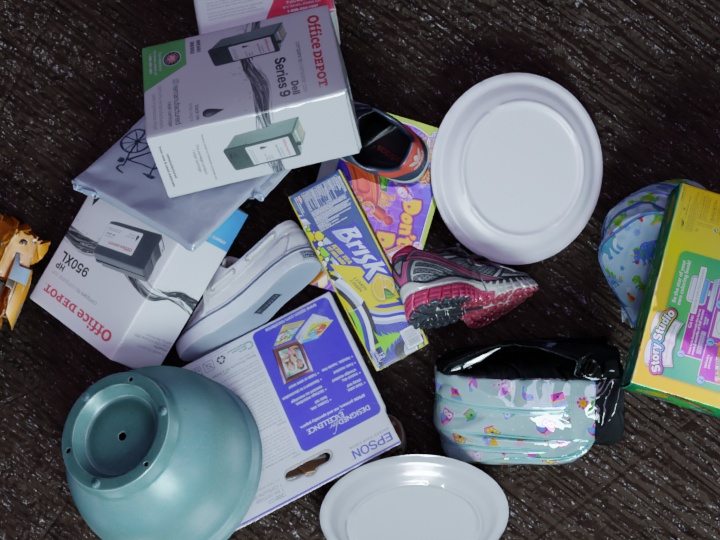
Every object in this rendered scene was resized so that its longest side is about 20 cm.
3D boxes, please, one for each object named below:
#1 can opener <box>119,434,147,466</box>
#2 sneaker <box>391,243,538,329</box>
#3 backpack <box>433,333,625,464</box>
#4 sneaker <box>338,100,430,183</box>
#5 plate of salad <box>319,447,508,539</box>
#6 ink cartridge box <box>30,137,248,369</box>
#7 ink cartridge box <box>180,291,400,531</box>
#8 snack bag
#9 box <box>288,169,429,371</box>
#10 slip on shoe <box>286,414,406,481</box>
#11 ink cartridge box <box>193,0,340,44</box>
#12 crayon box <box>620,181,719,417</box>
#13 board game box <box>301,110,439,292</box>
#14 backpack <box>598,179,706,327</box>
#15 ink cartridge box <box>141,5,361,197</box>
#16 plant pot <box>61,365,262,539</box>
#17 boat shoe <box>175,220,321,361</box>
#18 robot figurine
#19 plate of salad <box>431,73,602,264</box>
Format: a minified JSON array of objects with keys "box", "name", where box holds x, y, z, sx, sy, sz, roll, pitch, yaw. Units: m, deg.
[{"box":[-0.204,0.214,1.397,0.197,0.053,0.067,18,55,1],"name":"can opener"},{"box":[0.112,0.010,1.324,0.080,0.199,0.075,-38,64,32],"name":"sneaker"},{"box":[0.173,0.134,1.330,0.197,0.167,0.129,-2,91,9],"name":"backpack"},{"box":[-0.022,-0.152,1.327,0.198,0.084,0.076,19,90,8],"name":"sneaker"},{"box":[0.056,0.251,1.340,0.197,0.048,0.202,0,132,0],"name":"plate of salad"},{"box":[-0.235,-0.015,1.352,0.144,0.084,0.202,30,90,31],"name":"ink cartridge box"},{"box":[-0.078,0.150,1.345,0.196,0.044,0.201,-26,58,-1],"name":"ink cartridge box"},{"box":[-0.165,-0.112,1.299,0.187,0.022,0.200,26,60,29],"name":"snack bag"},{"box":[0.000,0.000,1.331,0.064,0.070,0.202,-27,88,3],"name":"box"},{"box":[-0.048,0.198,1.378,0.197,0.061,0.077,-10,57,1],"name":"slip on shoe"},{"box":[-0.109,-0.330,1.357,0.143,0.083,0.203,-11,72,2],"name":"ink cartridge box"},{"box":[0.332,0.030,1.222,0.117,0.058,0.203,16,83,4],"name":"crayon box"},{"box":[0.014,-0.069,1.390,0.133,0.045,0.203,16,89,2],"name":"board game box"},{"box":[0.337,0.003,1.328,0.152,0.163,0.202,-10,73,-40],"name":"backpack"},{"box":[-0.108,-0.170,1.265,0.197,0.085,0.147,-13,47,1],"name":"ink cartridge box"},{"box":[-0.212,0.179,1.269,0.198,0.134,0.203,-8,62,16],"name":"plant pot"},{"box":[-0.133,0.013,1.369,0.202,0.074,0.087,-40,63,27],"name":"boat shoe"},{"box":[-0.403,0.043,1.368,0.058,0.145,0.202,21,94,-34],"name":"robot figurine"},{"box":[0.166,-0.109,1.374,0.197,0.048,0.203,-2,95,-17],"name":"plate of salad"}]
